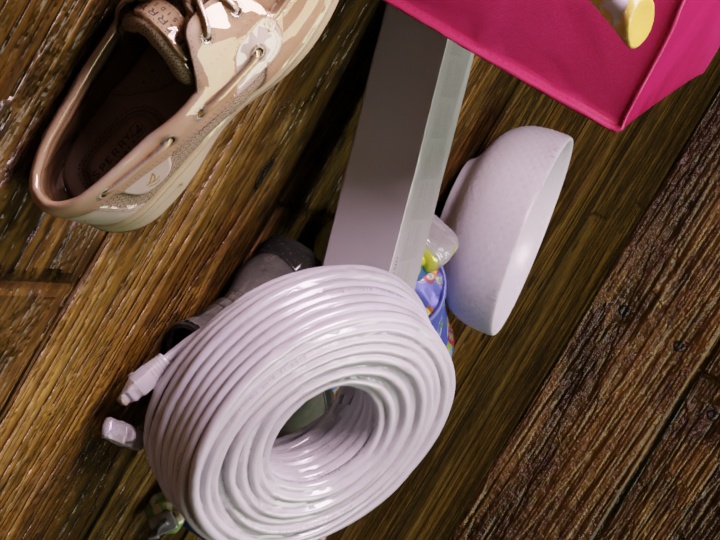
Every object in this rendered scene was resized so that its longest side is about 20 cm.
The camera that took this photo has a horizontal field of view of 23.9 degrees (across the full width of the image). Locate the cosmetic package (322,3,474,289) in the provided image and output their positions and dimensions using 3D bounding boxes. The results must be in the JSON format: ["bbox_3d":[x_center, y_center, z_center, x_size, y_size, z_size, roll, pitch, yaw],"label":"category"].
[{"bbox_3d":[0.026,-0.079,1.115,0.083,0.051,0.200,-14,119,-75],"label":"cosmetic package"}]

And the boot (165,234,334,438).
[{"bbox_3d":[-0.083,0.081,1.135,0.131,0.068,0.200,-44,146,-38],"label":"boot"}]

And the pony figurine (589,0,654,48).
[{"bbox_3d":[0.054,-0.212,0.772,0.167,0.200,0.193,-45,148,-24],"label":"pony figurine"}]

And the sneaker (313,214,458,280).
[{"bbox_3d":[0.000,0.000,1.291,0.105,0.076,0.200,-50,164,21],"label":"sneaker"}]

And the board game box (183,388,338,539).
[{"bbox_3d":[-0.057,0.108,1.352,0.200,0.045,0.152,-44,160,-46],"label":"board game box"}]

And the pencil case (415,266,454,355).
[{"bbox_3d":[0.040,0.041,1.490,0.200,0.078,0.087,73,27,-72],"label":"pencil case"}]

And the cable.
[{"bbox_3d":[-0.035,0.087,1.054,0.200,0.069,0.200,-42,139,1],"label":"cable"}]

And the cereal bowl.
[{"bbox_3d":[0.122,-0.045,1.566,0.200,0.083,0.200,23,90,-80],"label":"cereal bowl"}]

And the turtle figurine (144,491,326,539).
[{"bbox_3d":[-0.111,0.235,1.229,0.194,0.144,0.200,-52,-166,40],"label":"turtle figurine"}]

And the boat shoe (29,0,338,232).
[{"bbox_3d":[-0.070,-0.101,0.735,0.200,0.071,0.065,-56,164,8],"label":"boat shoe"}]

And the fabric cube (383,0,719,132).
[{"bbox_3d":[0.135,-0.224,0.966,0.199,0.196,0.200,-31,151,-61],"label":"fabric cube"}]
